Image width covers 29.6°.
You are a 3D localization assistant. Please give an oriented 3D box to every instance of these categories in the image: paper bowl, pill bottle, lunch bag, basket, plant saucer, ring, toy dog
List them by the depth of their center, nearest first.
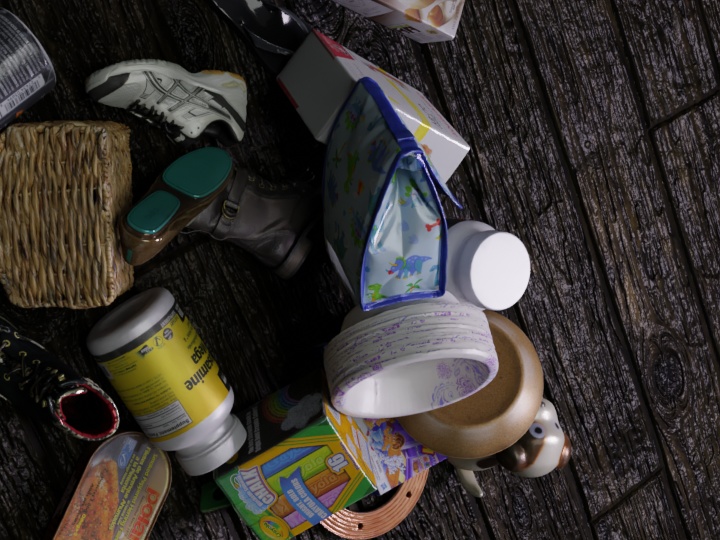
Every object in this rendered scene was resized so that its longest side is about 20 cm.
[{"bbox_3d":[-0.421,-0.174,1.403,0.200,0.106,0.107,-42,115,-22],"label":"pill bottle"},{"bbox_3d":[-0.330,-0.063,1.499,0.141,0.149,0.202,-2,97,0],"label":"basket"},{"bbox_3d":[0.029,-0.089,1.505,0.126,0.170,0.202,-12,128,-14],"label":"lunch bag"},{"bbox_3d":[-0.215,0.129,1.554,0.112,0.112,0.201,-39,109,-23],"label":"pill bottle"},{"bbox_3d":[0.054,0.090,1.587,0.199,0.201,0.105,2,63,-33],"label":"paper bowl"},{"bbox_3d":[0.131,0.132,1.697,0.198,0.036,0.202,0,68,0],"label":"plant saucer"},{"bbox_3d":[0.115,-0.008,1.710,0.115,0.199,0.117,-4,97,-33],"label":"pill bottle"},{"bbox_3d":[0.006,0.249,1.774,0.199,0.019,0.203,-4,98,-33],"label":"ring"},{"bbox_3d":[0.180,0.206,1.774,0.139,0.199,0.196,14,87,-32],"label":"toy dog"}]

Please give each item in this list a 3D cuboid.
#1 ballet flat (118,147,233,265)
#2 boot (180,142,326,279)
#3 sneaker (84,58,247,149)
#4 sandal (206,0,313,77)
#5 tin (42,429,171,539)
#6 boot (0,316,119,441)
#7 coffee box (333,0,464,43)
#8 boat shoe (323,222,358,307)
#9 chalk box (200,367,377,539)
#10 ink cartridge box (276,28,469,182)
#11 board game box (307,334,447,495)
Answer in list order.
[{"bbox_3d":[-0.209,-0.067,1.520,0.067,0.073,0.200,29,40,5],"label":"ballet flat"},{"bbox_3d":[-0.121,-0.102,1.631,0.173,0.069,0.201,31,72,-24],"label":"boot"},{"bbox_3d":[-0.214,-0.184,1.544,0.198,0.075,0.089,1,79,-32],"label":"sneaker"},{"bbox_3d":[-0.108,-0.290,1.630,0.200,0.043,0.077,36,76,-30],"label":"sandal"},{"bbox_3d":[-0.293,0.280,1.573,0.111,0.042,0.201,30,78,-27],"label":"tin"},{"bbox_3d":[-0.354,0.106,1.445,0.203,0.153,0.074,42,73,-29],"label":"boot"},{"bbox_3d":[0.035,-0.373,1.693,0.199,0.079,0.116,18,85,-33],"label":"coffee box"},{"bbox_3d":[0.000,0.000,1.669,0.070,0.064,0.202,-24,109,-11],"label":"boat shoe"},{"bbox_3d":[-0.098,0.234,1.622,0.199,0.125,0.124,-30,114,8],"label":"chalk box"},{"bbox_3d":[0.016,-0.187,1.640,0.199,0.145,0.084,24,111,-40],"label":"ink cartridge box"},{"bbox_3d":[0.031,0.166,1.740,0.134,0.045,0.202,-24,95,-30],"label":"board game box"}]
